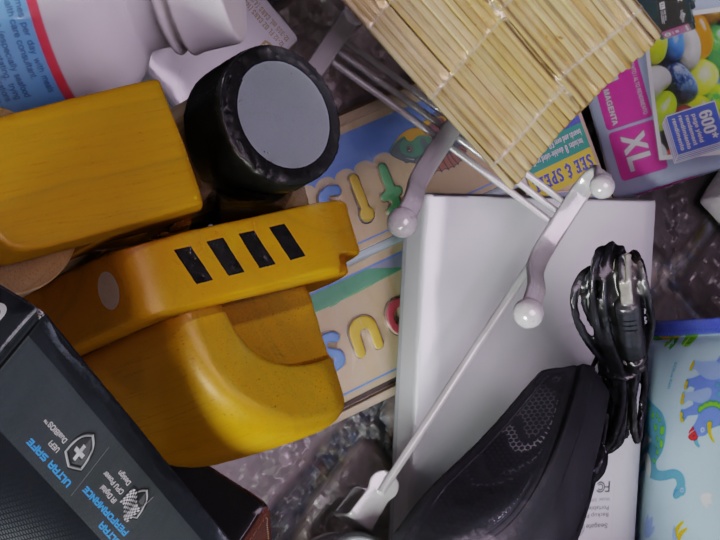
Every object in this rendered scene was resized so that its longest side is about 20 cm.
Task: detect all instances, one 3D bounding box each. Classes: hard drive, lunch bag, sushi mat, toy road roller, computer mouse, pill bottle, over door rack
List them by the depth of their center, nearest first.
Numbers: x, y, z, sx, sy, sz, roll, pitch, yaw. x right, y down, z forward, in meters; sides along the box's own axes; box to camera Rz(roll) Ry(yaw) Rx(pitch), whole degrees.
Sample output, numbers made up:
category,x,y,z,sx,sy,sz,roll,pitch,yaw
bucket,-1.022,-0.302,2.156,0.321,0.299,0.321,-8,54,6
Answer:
category,x,y,z,sx,sy,sz,roll,pitch,yaw
toy road roller,-0.089,0.008,0.807,0.200,0.123,0.146,-15,84,-39
pill bottle,-0.151,-0.108,0.838,0.199,0.109,0.109,-11,93,6
sushi mat,0.034,-0.134,0.873,0.096,0.012,0.200,-43,113,0
computer mouse,0.079,0.095,0.925,0.200,0.053,0.139,-48,150,-26
over door rack,0.000,0.000,0.933,0.148,0.067,0.200,36,91,-6
lunch bag,0.220,0.107,1.009,0.127,0.200,0.171,8,84,-31
hard drive,0.076,0.065,1.014,0.131,0.027,0.201,0,95,-30

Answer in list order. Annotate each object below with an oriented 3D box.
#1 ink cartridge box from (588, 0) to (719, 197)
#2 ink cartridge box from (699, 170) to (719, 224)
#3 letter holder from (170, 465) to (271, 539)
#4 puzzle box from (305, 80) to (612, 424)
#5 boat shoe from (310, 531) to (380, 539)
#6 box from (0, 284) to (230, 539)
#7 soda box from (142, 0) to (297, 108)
category,x,y,z,sx,sy,sz,roll,pitch,yaw
ink cartridge box,0.193,-0.116,1.007,0.042,0.200,0.120,-14,88,-54
ink cartridge box,0.291,-0.005,1.082,0.200,0.146,0.083,44,67,-17
letter holder,-0.130,0.172,0.898,0.100,0.142,0.200,31,73,11
puzzle box,0.031,-0.021,1.019,0.200,0.025,0.133,-26,100,-26
boat shoe,-0.043,0.198,0.915,0.070,0.072,0.201,28,70,-1
box,-0.132,0.115,0.739,0.159,0.046,0.200,-51,144,-17
soda box,-0.121,-0.149,0.927,0.068,0.064,0.200,-47,108,-20
